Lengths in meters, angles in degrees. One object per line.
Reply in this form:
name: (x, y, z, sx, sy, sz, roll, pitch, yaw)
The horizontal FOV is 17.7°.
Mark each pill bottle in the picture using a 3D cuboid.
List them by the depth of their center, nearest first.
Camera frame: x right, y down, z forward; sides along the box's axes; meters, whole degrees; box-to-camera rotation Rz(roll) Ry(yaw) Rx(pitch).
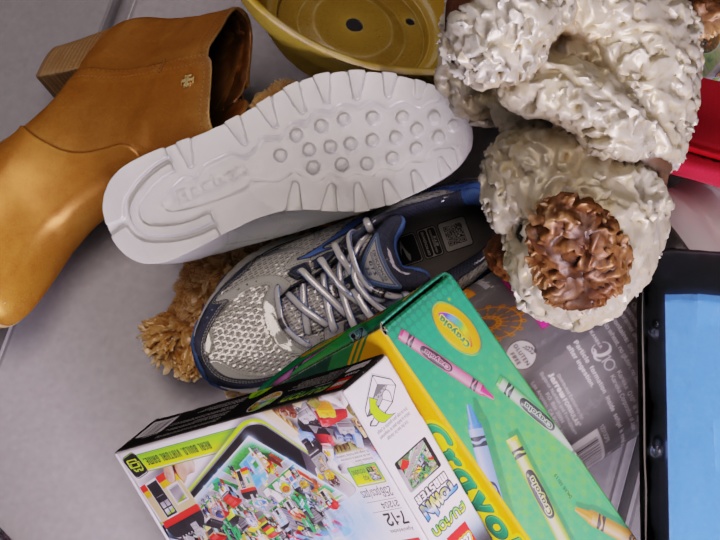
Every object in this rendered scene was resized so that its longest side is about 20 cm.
pill bottle: (0.137, 0.025, 1.225, 0.200, 0.116, 0.116, -33, 66, -7)

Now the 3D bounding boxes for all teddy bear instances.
teddy bear: (-0.046, -0.017, 1.298, 0.145, 0.067, 0.200, 38, 77, 19)

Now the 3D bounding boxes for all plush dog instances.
plush dog: (0.110, -0.056, 1.113, 0.160, 0.200, 0.172, 7, 89, 1)

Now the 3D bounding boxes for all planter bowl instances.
planter bowl: (0.005, -0.161, 1.296, 0.200, 0.084, 0.201, 8, 53, -11)

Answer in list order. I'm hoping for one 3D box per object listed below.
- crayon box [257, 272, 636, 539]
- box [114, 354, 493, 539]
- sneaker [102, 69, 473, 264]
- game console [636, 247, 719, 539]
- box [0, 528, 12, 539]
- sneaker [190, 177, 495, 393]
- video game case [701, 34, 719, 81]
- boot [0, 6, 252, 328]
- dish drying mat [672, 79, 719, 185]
crayon box: (0.051, 0.112, 1.152, 0.058, 0.119, 0.200, -38, 94, -39)
box: (-0.032, 0.113, 1.159, 0.035, 0.200, 0.110, -38, 102, -39)
sneaker: (-0.037, -0.053, 1.236, 0.199, 0.081, 0.077, -14, 81, 4)
game console: (0.237, 0.087, 1.118, 0.172, 0.119, 0.201, -5, 81, 35)
box: (-0.227, 0.239, 1.187, 0.200, 0.115, 0.132, -40, 67, -10)
sneaker: (0.000, 0.000, 1.230, 0.200, 0.085, 0.077, -28, 88, -9)
video game case: (0.146, -0.146, 1.284, 0.200, 0.018, 0.143, -51, 62, 30)
boot: (-0.139, -0.063, 1.306, 0.144, 0.071, 0.202, -6, 55, 35)
dish drying mat: (0.199, -0.068, 1.189, 0.200, 0.018, 0.077, 17, 42, 29)
